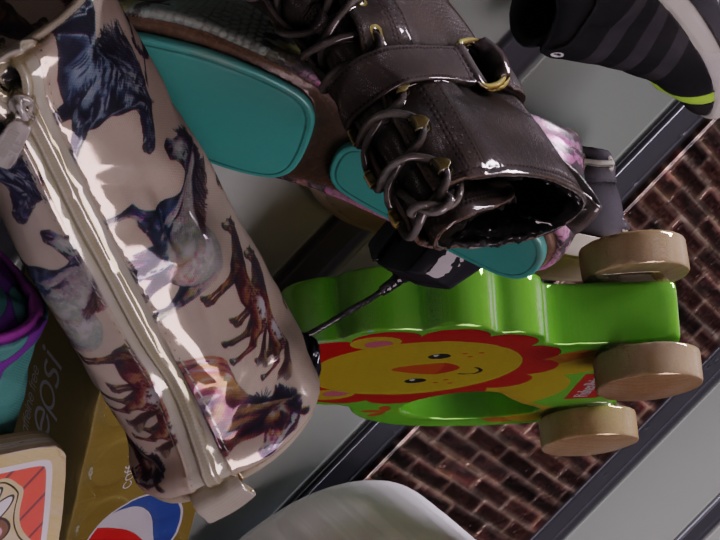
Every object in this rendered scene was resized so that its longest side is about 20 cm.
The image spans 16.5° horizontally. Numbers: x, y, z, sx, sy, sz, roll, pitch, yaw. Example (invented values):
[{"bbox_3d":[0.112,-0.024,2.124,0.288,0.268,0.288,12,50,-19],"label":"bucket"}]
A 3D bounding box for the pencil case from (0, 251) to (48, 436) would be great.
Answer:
[{"bbox_3d":[-0.181,0.076,0.910,0.092,0.085,0.201,13,123,-16],"label":"pencil case"}]

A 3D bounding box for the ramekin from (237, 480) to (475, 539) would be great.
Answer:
[{"bbox_3d":[-0.010,0.196,1.189,0.200,0.098,0.201,-30,143,-25],"label":"ramekin"}]

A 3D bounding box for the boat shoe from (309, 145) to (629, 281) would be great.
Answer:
[{"bbox_3d":[0.048,-0.044,1.062,0.200,0.072,0.063,19,71,-48],"label":"boat shoe"}]

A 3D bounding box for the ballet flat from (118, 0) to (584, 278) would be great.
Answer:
[{"bbox_3d":[-0.009,-0.063,0.910,0.069,0.199,0.071,120,-10,-54],"label":"ballet flat"}]

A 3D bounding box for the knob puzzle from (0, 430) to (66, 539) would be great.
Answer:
[{"bbox_3d":[-0.171,0.139,0.868,0.219,0.030,0.220,-37,152,-24],"label":"knob puzzle"}]

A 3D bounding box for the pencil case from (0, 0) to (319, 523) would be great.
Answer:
[{"bbox_3d":[-0.082,-0.012,0.849,0.077,0.090,0.201,-15,120,20],"label":"pencil case"}]

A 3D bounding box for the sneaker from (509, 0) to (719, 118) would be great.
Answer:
[{"bbox_3d":[0.101,-0.118,1.029,0.082,0.072,0.200,-23,149,13],"label":"sneaker"}]

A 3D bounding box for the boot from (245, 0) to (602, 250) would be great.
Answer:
[{"bbox_3d":[-0.009,-0.084,0.820,0.199,0.175,0.069,4,141,-49],"label":"boot"}]

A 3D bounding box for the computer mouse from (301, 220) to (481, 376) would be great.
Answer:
[{"bbox_3d":[0.000,0.000,0.947,0.200,0.059,0.034,-36,123,-14],"label":"computer mouse"}]

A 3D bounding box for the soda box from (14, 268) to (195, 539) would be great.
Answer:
[{"bbox_3d":[-0.103,0.064,0.998,0.067,0.064,0.201,-16,138,-35],"label":"soda box"}]

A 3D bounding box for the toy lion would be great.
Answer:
[{"bbox_3d":[0.041,0.035,1.074,0.190,0.069,0.200,-3,165,-7],"label":"toy lion"}]
